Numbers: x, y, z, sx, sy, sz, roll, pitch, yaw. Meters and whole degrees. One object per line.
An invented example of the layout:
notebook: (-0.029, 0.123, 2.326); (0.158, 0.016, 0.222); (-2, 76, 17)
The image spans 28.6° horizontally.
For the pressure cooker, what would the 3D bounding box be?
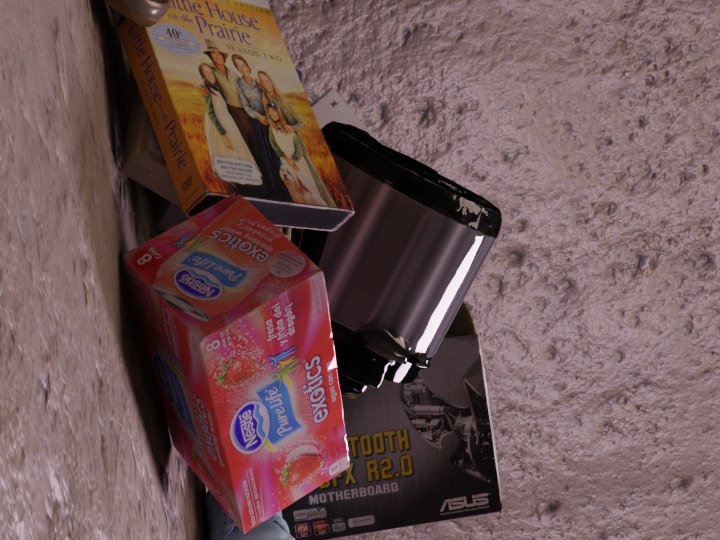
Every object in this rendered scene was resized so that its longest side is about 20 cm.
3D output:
pressure cooker: (0.003, 0.001, 1.153); (0.201, 0.178, 0.176); (-62, 164, 9)

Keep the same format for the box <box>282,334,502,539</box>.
box: (0.016, 0.147, 1.243); (0.048, 0.198, 0.160); (159, -75, -78)

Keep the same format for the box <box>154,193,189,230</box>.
box: (-0.129, -0.140, 1.176); (0.117, 0.060, 0.201); (-54, -145, 44)

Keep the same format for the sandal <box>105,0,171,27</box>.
sandal: (-0.150, -0.258, 0.997); (0.054, 0.080, 0.201); (-37, -136, 35)

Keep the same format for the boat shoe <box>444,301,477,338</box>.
boat shoe: (0.079, 0.121, 1.335); (0.066, 0.071, 0.202); (119, -35, -71)

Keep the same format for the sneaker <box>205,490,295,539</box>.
sneaker: (-0.098, 0.195, 1.150); (0.200, 0.073, 0.083); (176, -96, -77)

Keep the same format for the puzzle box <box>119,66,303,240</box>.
puzzle box: (-0.104, -0.112, 1.045); (0.025, 0.133, 0.201); (-40, -147, 33)

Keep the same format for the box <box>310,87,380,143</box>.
box: (-0.062, -0.064, 1.349); (0.125, 0.097, 0.200); (50, -36, -6)

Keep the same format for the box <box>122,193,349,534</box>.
box: (-0.080, 0.064, 0.949); (0.103, 0.094, 0.201); (43, -28, 37)

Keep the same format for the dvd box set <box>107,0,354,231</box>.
dvd box set: (-0.094, -0.123, 1.016); (0.029, 0.146, 0.201); (-39, -119, 34)
